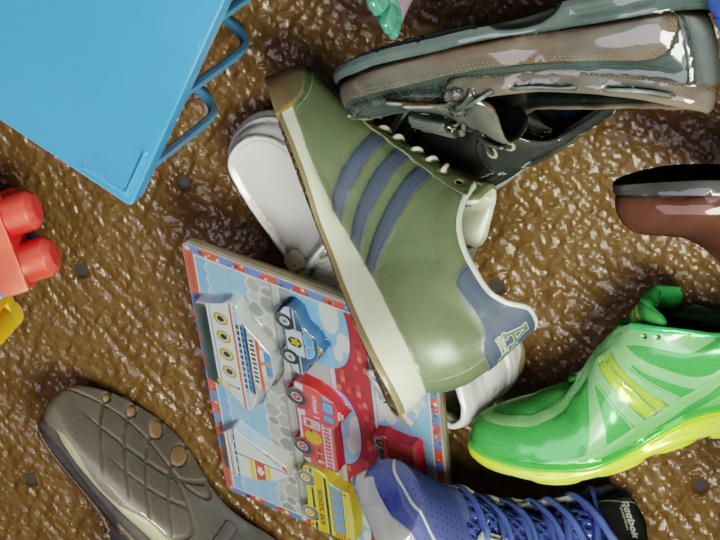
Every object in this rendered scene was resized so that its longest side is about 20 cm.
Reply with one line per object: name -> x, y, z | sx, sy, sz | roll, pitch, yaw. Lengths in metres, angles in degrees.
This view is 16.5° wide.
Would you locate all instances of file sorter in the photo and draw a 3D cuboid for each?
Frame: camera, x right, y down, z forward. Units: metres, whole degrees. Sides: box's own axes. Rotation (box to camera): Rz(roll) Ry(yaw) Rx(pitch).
file sorter -> -0.109, -0.166, 1.242 | 0.138, 0.123, 0.201 | 33, 122, 8

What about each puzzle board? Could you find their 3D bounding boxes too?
puzzle board -> -0.021, 0.079, 1.327 | 0.150, 0.017, 0.201 | 19, 140, 23

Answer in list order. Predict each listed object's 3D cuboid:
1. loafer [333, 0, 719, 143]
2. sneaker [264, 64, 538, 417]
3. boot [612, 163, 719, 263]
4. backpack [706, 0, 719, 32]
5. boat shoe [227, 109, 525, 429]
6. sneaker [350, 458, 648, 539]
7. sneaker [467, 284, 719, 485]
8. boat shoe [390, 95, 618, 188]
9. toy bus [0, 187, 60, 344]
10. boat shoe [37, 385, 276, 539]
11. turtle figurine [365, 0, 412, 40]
loafer -> 0.074, -0.087, 1.161 | 0.199, 0.072, 0.063 | -11, 88, 34
sneaker -> 0.024, -0.028, 1.229 | 0.089, 0.201, 0.067 | -22, 149, 0
boot -> 0.193, 0.056, 1.185 | 0.187, 0.068, 0.201 | 9, 98, -16
backpack -> 0.245, -0.152, 1.071 | 0.199, 0.162, 0.169 | -21, 99, 43
boat shoe -> 0.000, 0.000, 1.298 | 0.200, 0.069, 0.071 | 44, 129, 2
sneaker -> 0.086, 0.143, 1.301 | 0.115, 0.081, 0.199 | -35, 134, 9
sneaker -> 0.145, 0.051, 1.260 | 0.199, 0.074, 0.084 | -19, 101, 18
boat shoe -> 0.082, -0.087, 1.230 | 0.200, 0.057, 0.069 | -33, 97, 32
toy bus -> -0.267, -0.023, 1.385 | 0.191, 0.136, 0.201 | -20, 101, 17
boat shoe -> -0.115, 0.153, 1.421 | 0.200, 0.074, 0.073 | 45, 123, 1
turtle figurine -> 0.079, -0.195, 1.136 | 0.199, 0.101, 0.150 | -26, 90, 9
